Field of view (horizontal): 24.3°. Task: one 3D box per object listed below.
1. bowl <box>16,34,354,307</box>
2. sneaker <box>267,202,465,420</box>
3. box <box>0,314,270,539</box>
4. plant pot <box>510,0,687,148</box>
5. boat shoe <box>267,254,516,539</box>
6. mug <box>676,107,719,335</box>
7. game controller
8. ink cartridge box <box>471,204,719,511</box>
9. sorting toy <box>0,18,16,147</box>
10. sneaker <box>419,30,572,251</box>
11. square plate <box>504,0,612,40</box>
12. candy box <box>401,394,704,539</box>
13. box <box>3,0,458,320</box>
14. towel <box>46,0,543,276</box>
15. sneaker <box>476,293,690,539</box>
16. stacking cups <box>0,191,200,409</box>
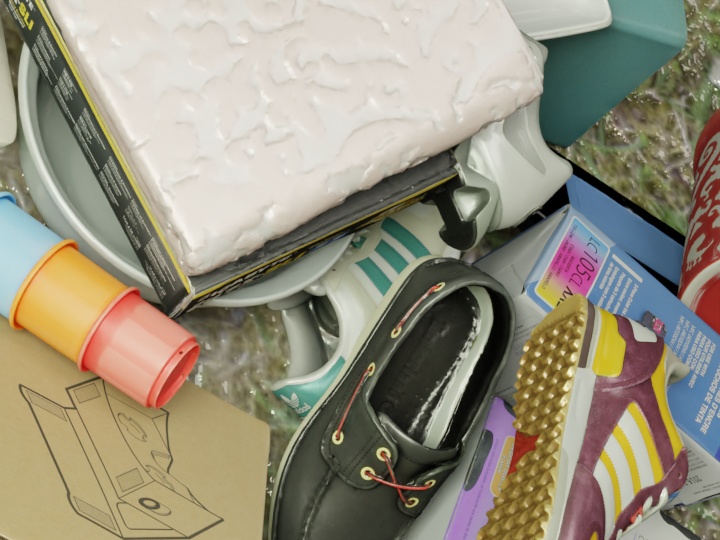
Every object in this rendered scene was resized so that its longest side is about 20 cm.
[{"bbox_3d":[-0.102,-0.061,0.885,0.200,0.090,0.202,15,61,-29],"label":"bowl"},{"bbox_3d":[0.000,0.001,0.936,0.093,0.070,0.201,26,59,-28],"label":"sneaker"},{"bbox_3d":[-0.116,0.091,0.768,0.163,0.021,0.200,31,20,-14],"label":"box"},{"bbox_3d":[0.075,-0.188,1.040,0.199,0.141,0.142,11,62,-24],"label":"plant pot"},{"bbox_3d":[0.014,0.087,0.859,0.073,0.063,0.202,28,88,-22],"label":"boat shoe"},{"bbox_3d":[0.276,-0.005,1.019,0.177,0.134,0.200,34,35,-2],"label":"mug"},{"bbox_3d":[0.168,-0.017,1.064,0.199,0.042,0.104,31,20,-18],"label":"game controller"},{"bbox_3d":[0.141,0.071,0.956,0.200,0.136,0.076,42,57,-10],"label":"ink cartridge box"},{"bbox_3d":[-0.243,-0.127,0.791,0.199,0.107,0.181,-6,59,-36],"label":"sorting toy"},{"bbox_3d":[0.048,-0.119,0.871,0.088,0.074,0.201,-26,99,-21],"label":"sneaker"},{"bbox_3d":[0.024,-0.209,0.932,0.197,0.028,0.201,-14,83,-20],"label":"square plate"},{"bbox_3d":[0.109,0.196,0.916,0.200,0.071,0.168,35,52,-15],"label":"candy box"},{"bbox_3d":[-0.066,-0.099,0.818,0.159,0.049,0.201,-25,84,-27],"label":"box"},{"bbox_3d":[-0.039,-0.122,0.782,0.199,0.032,0.192,-29,86,-18],"label":"towel"},{"bbox_3d":[0.115,0.112,0.810,0.090,0.075,0.201,25,63,-16],"label":"sneaker"},{"bbox_3d":[-0.165,-0.007,0.797,0.199,0.061,0.061,33,51,6],"label":"stacking cups"}]
